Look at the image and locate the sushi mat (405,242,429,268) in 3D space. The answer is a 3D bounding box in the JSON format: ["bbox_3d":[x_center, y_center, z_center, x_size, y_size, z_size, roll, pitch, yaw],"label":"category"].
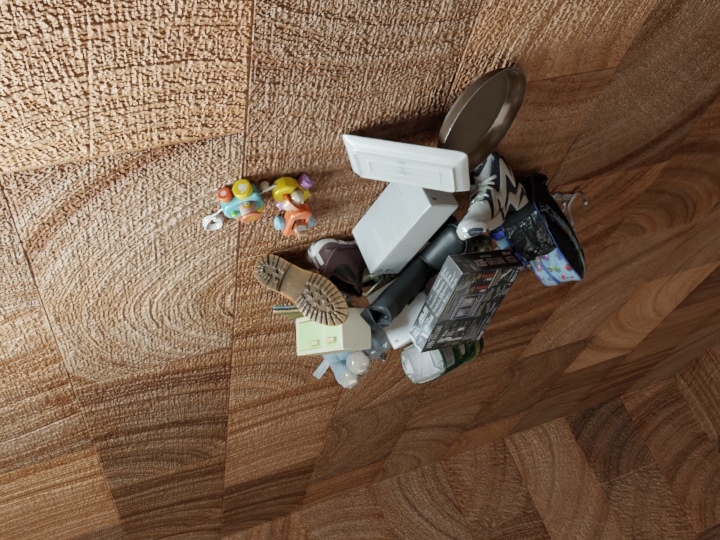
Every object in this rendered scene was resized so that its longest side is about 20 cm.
[{"bbox_3d":[0.149,-0.023,1.635,0.095,0.012,0.199,-33,152,17],"label":"sushi mat"}]

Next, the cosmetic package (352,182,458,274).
[{"bbox_3d":[0.075,-0.091,1.356,0.071,0.102,0.200,-1,146,-38],"label":"cosmetic package"}]

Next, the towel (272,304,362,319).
[{"bbox_3d":[-0.079,0.080,1.519,0.144,0.022,0.200,-5,171,11],"label":"towel"}]

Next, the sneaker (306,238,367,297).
[{"bbox_3d":[0.000,0.000,1.436,0.198,0.116,0.076,-6,145,-31],"label":"sneaker"}]

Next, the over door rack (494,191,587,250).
[{"bbox_3d":[0.383,-0.090,1.647,0.146,0.067,0.201,-4,147,-33],"label":"over door rack"}]

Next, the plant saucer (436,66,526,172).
[{"bbox_3d":[0.185,-0.236,1.203,0.200,0.032,0.201,-39,154,-23],"label":"plant saucer"}]

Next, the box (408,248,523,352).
[{"bbox_3d":[0.192,0.056,1.405,0.156,0.050,0.202,-7,135,-35],"label":"box"}]

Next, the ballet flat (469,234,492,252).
[{"bbox_3d":[0.255,-0.022,1.634,0.066,0.047,0.200,3,163,5],"label":"ballet flat"}]

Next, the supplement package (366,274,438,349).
[{"bbox_3d":[0.122,0.072,1.580,0.119,0.122,0.199,-33,169,22],"label":"supplement package"}]

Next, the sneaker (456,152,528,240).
[{"bbox_3d":[0.211,-0.142,1.335,0.198,0.131,0.079,-32,-172,-37],"label":"sneaker"}]

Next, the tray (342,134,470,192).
[{"bbox_3d":[0.070,-0.160,1.187,0.197,0.022,0.108,11,156,16],"label":"tray"}]

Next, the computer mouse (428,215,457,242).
[{"bbox_3d":[0.182,-0.094,1.489,0.139,0.046,0.200,-32,150,2],"label":"computer mouse"}]

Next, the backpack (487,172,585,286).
[{"bbox_3d":[0.346,-0.059,1.478,0.134,0.183,0.201,-30,110,23],"label":"backpack"}]

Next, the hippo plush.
[{"bbox_3d":[0.003,0.184,1.724,0.159,0.161,0.200,0,144,-37],"label":"hippo plush"}]

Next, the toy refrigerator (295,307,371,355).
[{"bbox_3d":[-0.058,0.120,1.466,0.069,0.077,0.199,2,171,-30],"label":"toy refrigerator"}]

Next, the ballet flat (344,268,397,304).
[{"bbox_3d":[-0.015,0.030,1.538,0.198,0.071,0.071,-25,153,1],"label":"ballet flat"}]

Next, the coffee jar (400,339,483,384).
[{"bbox_3d":[0.175,0.167,1.591,0.104,0.086,0.199,-27,172,34],"label":"coffee jar"}]

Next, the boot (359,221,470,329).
[{"bbox_3d":[0.098,0.012,1.371,0.199,0.066,0.165,-39,171,-30],"label":"boot"}]

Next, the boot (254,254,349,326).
[{"bbox_3d":[-0.090,0.039,1.379,0.076,0.199,0.107,-57,155,-1],"label":"boot"}]

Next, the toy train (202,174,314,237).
[{"bbox_3d":[-0.146,-0.087,1.233,0.198,0.056,0.151,-6,147,-33],"label":"toy train"}]
